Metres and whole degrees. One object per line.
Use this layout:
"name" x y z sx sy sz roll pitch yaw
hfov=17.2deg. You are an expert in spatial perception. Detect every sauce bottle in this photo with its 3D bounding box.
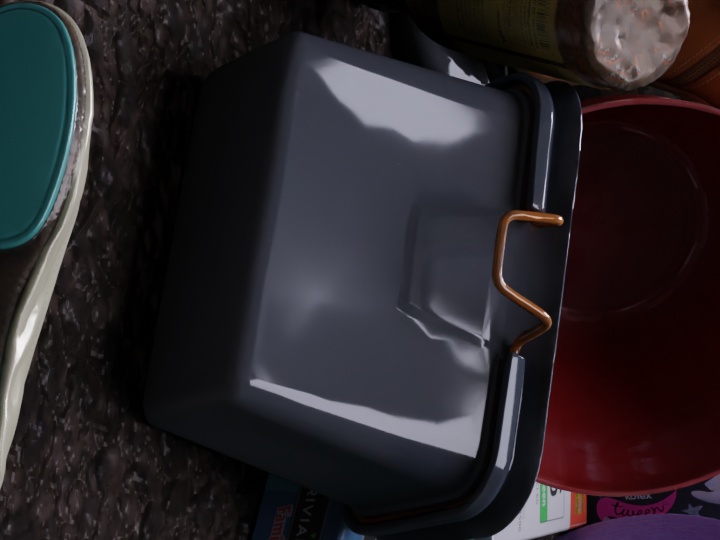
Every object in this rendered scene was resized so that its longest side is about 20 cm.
"sauce bottle" 0.063 -0.126 1.064 0.066 0.200 0.066 -11 110 -32

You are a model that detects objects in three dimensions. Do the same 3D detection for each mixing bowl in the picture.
"mixing bowl" 0.123 -0.006 1.136 0.108 0.199 0.201 -98 176 -66

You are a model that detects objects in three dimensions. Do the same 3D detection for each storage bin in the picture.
"storage bin" 0.000 0.000 0.979 0.134 0.145 0.201 18 71 -29

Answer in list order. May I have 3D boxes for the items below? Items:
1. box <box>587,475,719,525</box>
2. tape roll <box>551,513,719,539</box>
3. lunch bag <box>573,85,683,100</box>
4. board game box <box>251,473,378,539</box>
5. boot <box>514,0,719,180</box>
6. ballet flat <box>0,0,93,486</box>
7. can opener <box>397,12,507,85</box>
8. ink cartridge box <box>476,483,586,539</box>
"box" 0.236 0.097 1.391 0.132 0.199 0.115 -67 147 -56
"tape roll" 0.144 0.218 1.219 0.200 0.199 0.066 -62 142 -44
"lunch bag" 0.159 -0.116 1.314 0.200 0.117 0.165 -25 99 -81
"board game box" 0.006 0.177 1.111 0.200 0.047 0.151 54 44 -51
"boot" 0.149 -0.138 1.133 0.200 0.155 0.077 38 48 -2
"ballet flat" -0.134 0.005 0.819 0.069 0.069 0.201 45 52 -55
"can opener" 0.068 -0.056 1.220 0.067 0.053 0.201 -27 107 -25
"ink cartridge box" 0.088 0.085 1.273 0.200 0.050 0.110 1 88 -63
